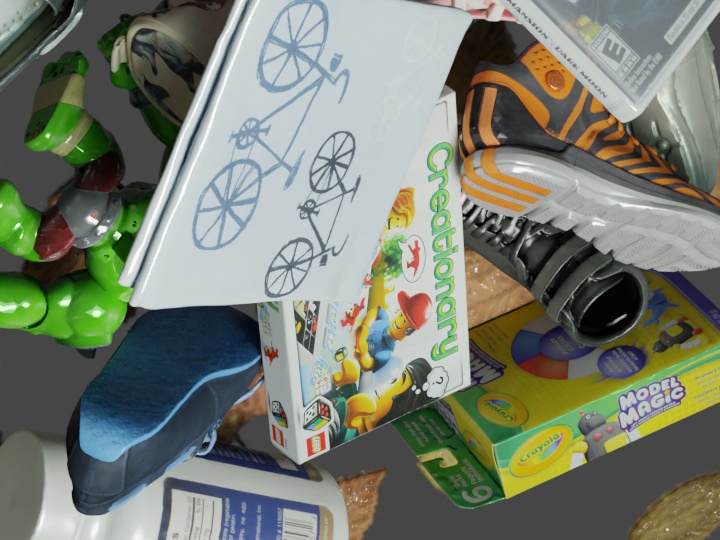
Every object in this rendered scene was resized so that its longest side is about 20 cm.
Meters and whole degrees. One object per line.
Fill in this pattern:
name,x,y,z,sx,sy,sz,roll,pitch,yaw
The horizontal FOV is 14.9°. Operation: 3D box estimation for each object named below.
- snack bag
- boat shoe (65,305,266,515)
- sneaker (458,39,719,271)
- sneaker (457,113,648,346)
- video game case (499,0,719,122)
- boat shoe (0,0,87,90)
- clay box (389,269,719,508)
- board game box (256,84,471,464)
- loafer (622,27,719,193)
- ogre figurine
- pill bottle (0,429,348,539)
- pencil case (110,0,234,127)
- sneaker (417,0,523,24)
snack bag,-0.028,-0.068,1.432,0.200,0.021,0.189,0,117,-54
boat shoe,-0.118,0.074,1.541,0.200,0.084,0.069,-32,146,-58
sneaker,0.147,-0.074,1.580,0.200,0.112,0.078,21,150,-31
sneaker,0.098,-0.023,1.620,0.200,0.099,0.071,31,104,-34
video game case,0.133,-0.208,1.473,0.182,0.023,0.200,44,62,-9
boat shoe,-0.172,-0.149,1.436,0.200,0.060,0.076,-46,127,4
clay box,0.123,0.066,1.675,0.200,0.115,0.048,-23,125,-14
board game box,0.000,0.000,1.560,0.126,0.035,0.200,-24,127,-27
loafer,0.174,-0.131,1.625,0.070,0.070,0.200,-48,133,-49
ogre figurine,-0.148,-0.031,1.493,0.120,0.098,0.200,37,79,-29
pill bottle,-0.116,0.150,1.606,0.200,0.111,0.111,14,111,-32
pencil case,-0.040,-0.158,1.446,0.200,0.089,0.078,-47,150,-22
sneaker,0.105,-0.158,1.524,0.200,0.075,0.105,-22,81,-2
